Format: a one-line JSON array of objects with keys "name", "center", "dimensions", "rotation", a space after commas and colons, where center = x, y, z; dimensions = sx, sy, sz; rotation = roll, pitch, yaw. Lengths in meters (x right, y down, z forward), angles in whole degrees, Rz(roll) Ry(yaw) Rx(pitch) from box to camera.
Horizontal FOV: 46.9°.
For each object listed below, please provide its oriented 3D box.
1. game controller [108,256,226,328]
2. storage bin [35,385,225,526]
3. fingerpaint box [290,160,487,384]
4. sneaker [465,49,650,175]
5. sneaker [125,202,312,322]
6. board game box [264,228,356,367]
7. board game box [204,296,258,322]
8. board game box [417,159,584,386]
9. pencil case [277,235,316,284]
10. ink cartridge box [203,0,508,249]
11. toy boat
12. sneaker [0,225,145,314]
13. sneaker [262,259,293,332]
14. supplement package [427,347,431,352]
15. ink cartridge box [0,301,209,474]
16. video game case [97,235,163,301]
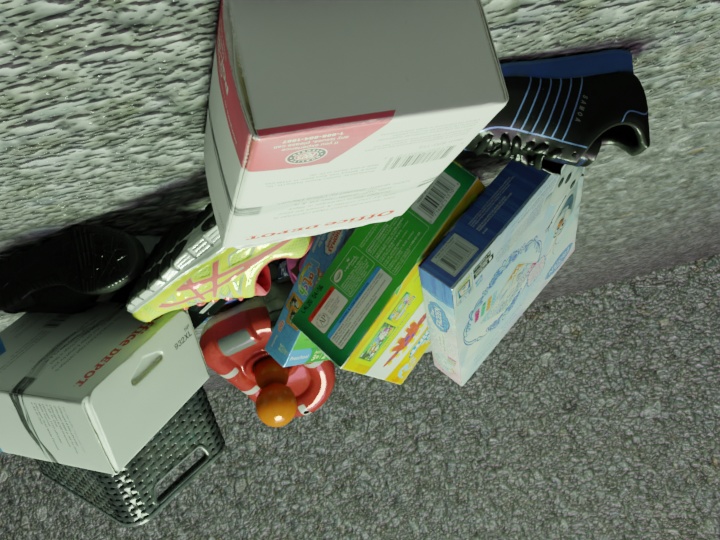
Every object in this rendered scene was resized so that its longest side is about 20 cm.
[{"name": "game controller", "center": [-0.184, 0.022, 0.837], "dimensions": [0.103, 0.043, 0.199], "rotation": [4, 150, -41]}, {"name": "storage bin", "center": [-0.254, 0.159, 0.863], "dimensions": [0.197, 0.095, 0.135], "rotation": [12, -142, 40]}, {"name": "fingerpaint box", "center": [0.046, 0.000, 0.787], "dimensions": [0.202, 0.073, 0.166], "rotation": [-54, 155, 4]}, {"name": "sneaker", "center": [0.130, -0.110, 0.627], "dimensions": [0.196, 0.080, 0.070], "rotation": [-13, 171, -10]}, {"name": "sneaker", "center": [-0.122, 0.000, 0.710], "dimensions": [0.198, 0.079, 0.090], "rotation": [-31, 120, 30]}, {"name": "board game box", "center": [0.000, 0.000, 0.842], "dimensions": [0.150, 0.036, 0.203], "rotation": [-3, 124, -52]}, {"name": "board game box", "center": [-0.207, 0.042, 1.004], "dimensions": [0.132, 0.030, 0.199], "rotation": [-19, 173, 23]}, {"name": "board game box", "center": [0.138, -0.014, 0.786], "dimensions": [0.200, 0.043, 0.200], "rotation": [-47, 152, -18]}, {"name": "pencil case", "center": [0.005, -0.013, 0.944], "dimensions": [0.090, 0.096, 0.198], "rotation": [-8, 177, 44]}, {"name": "ink cartridge box", "center": [-0.019, -0.089, 0.513], "dimensions": [0.143, 0.085, 0.200], "rotation": [-12, 169, -17]}, {"name": "toy boat", "center": [-0.108, 0.134, 1.034], "dimensions": [0.128, 0.133, 0.200], "rotation": [-24, 141, 15]}, {"name": "sneaker", "center": [-0.268, 0.006, 0.770], "dimensions": [0.196, 0.061, 0.104], "rotation": [-13, 172, 15]}, {"name": "sneaker", "center": [-0.046, 0.000, 0.996], "dimensions": [0.075, 0.092, 0.199], "rotation": [-21, -175, 38]}, {"name": "supplement package", "center": [0.082, 0.044, 1.215], "dimensions": [0.188, 0.150, 0.199], "rotation": [-20, 169, 30]}, {"name": "ink cartridge box", "center": [-0.266, 0.101, 0.783], "dimensions": [0.196, 0.085, 0.145], "rotation": [1, -149, 30]}, {"name": "video game case", "center": [-0.225, 0.003, 0.912], "dimensions": [0.198, 0.024, 0.180], "rotation": [-23, 168, 38]}]
